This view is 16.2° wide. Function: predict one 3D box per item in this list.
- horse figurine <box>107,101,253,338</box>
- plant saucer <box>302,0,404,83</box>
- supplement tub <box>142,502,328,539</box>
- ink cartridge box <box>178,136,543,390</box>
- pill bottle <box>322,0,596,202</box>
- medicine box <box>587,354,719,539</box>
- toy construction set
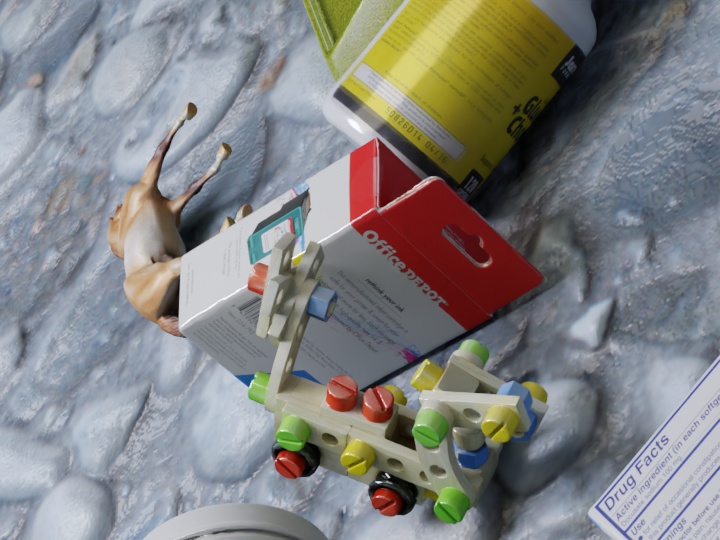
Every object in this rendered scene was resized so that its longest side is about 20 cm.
[{"bbox_3d":[-0.128,-0.019,1.746,0.133,0.050,0.200,-49,40,24],"label":"horse figurine"},{"bbox_3d":[0.012,-0.229,1.714,0.200,0.048,0.200,-59,33,31],"label":"plant saucer"},{"bbox_3d":[-0.064,0.241,1.375,0.144,0.144,0.201,-34,39,23],"label":"supplement tub"},{"bbox_3d":[0.000,0.000,1.538,0.200,0.116,0.067,-30,38,26],"label":"ink cartridge box"},{"bbox_3d":[0.076,-0.142,1.581,0.200,0.112,0.112,-50,36,1],"label":"pill bottle"},{"bbox_3d":[0.239,0.113,1.192,0.182,0.103,0.200,-50,35,2],"label":"medicine box"},{"bbox_3d":[0.008,0.070,1.439,0.200,0.131,0.092,32,54,22],"label":"toy construction set"}]
